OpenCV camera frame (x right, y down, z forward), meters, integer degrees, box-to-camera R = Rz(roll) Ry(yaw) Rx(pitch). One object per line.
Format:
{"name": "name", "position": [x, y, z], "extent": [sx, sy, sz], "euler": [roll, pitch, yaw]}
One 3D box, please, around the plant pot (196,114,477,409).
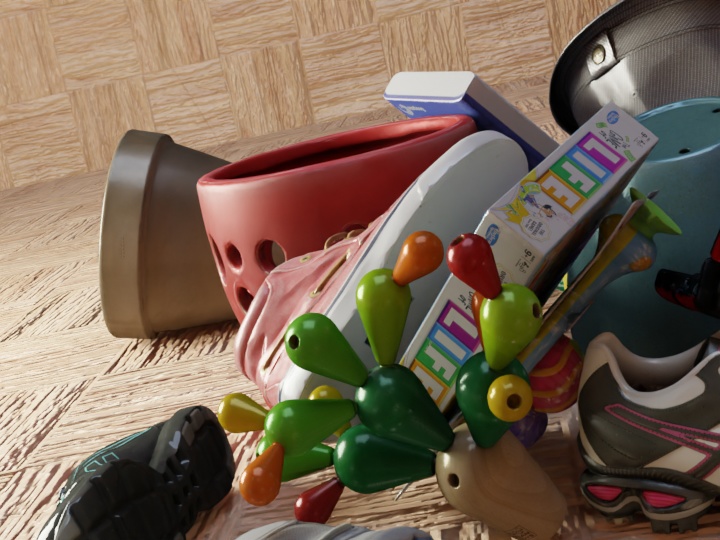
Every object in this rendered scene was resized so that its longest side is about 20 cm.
{"name": "plant pot", "position": [0.000, 0.000, 0.795], "extent": [0.197, 0.186, 0.201], "euler": [-12, 14, 3]}

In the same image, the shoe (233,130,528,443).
{"name": "shoe", "position": [0.007, -0.004, 0.648], "extent": [0.201, 0.071, 0.091], "euler": [-53, 39, -5]}

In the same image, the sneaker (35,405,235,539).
{"name": "sneaker", "position": [-0.134, 0.138, 0.637], "extent": [0.078, 0.077, 0.200], "euler": [-20, 3, 15]}

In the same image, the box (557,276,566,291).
{"name": "box", "position": [0.254, -0.017, 0.932], "extent": [0.198, 0.049, 0.116], "euler": [-1, 17, 45]}

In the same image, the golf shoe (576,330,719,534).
{"name": "golf shoe", "position": [0.193, 0.074, 0.527], "extent": [0.197, 0.090, 0.077], "euler": [-4, 14, 28]}

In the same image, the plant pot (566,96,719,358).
{"name": "plant pot", "position": [0.217, -0.030, 0.731], "extent": [0.197, 0.137, 0.201], "euler": [-18, 24, 8]}

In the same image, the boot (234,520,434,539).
{"name": "boot", "position": [-0.038, 0.151, 0.445], "extent": [0.094, 0.075, 0.200], "euler": [-13, 11, 29]}

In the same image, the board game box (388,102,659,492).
{"name": "board game box", "position": [0.073, 0.017, 0.610], "extent": [0.034, 0.201, 0.134], "euler": [38, 46, 12]}

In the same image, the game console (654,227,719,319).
{"name": "game console", "position": [0.265, -0.014, 0.553], "extent": [0.196, 0.121, 0.172], "euler": [15, 3, 2]}

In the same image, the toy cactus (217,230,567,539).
{"name": "toy cactus", "position": [0.032, 0.077, 0.530], "extent": [0.200, 0.164, 0.103], "euler": [-42, 20, 31]}

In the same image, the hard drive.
{"name": "hard drive", "position": [0.122, -0.085, 0.880], "extent": [0.026, 0.199, 0.132], "euler": [-58, 25, -5]}

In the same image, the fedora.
{"name": "fedora", "position": [0.232, -0.122, 0.825], "extent": [0.175, 0.092, 0.199], "euler": [20, -36, -37]}

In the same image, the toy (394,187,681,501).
{"name": "toy", "position": [0.105, 0.048, 0.618], "extent": [0.047, 0.201, 0.115], "euler": [37, 18, 12]}

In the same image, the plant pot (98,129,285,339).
{"name": "plant pot", "position": [-0.145, -0.029, 1.096], "extent": [0.170, 0.204, 0.200], "euler": [4, 14, 2]}
